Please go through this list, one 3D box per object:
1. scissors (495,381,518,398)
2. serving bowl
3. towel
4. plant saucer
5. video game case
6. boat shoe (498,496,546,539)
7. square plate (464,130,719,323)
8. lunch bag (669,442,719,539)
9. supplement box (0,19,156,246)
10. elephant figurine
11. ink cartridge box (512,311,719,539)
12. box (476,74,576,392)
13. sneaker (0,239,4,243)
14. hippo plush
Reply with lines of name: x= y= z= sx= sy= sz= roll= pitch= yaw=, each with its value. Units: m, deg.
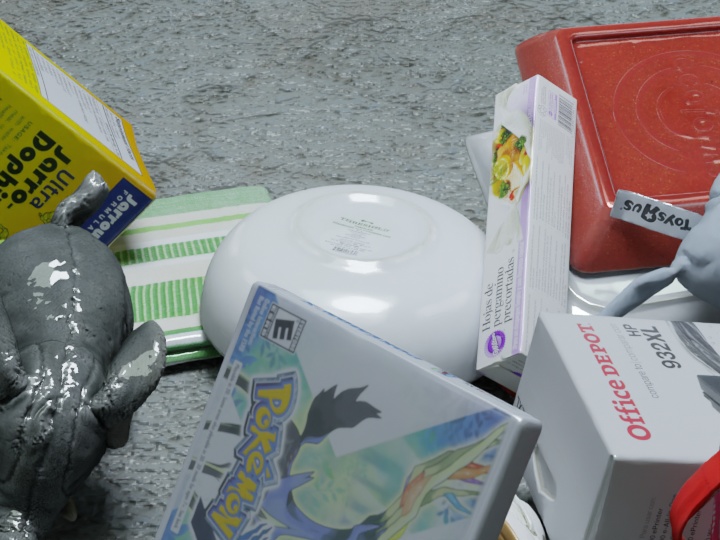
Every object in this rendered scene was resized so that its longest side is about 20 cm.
scissors: x=0.084 y=0.029 z=1.358 sx=0.073 sy=0.014 sz=0.200 roll=-18 pitch=36 yaw=-24
serving bowl: x=0.000 y=0.000 z=1.324 sx=0.200 sy=0.066 sz=0.200 roll=2 pitch=32 yaw=-1
towel: x=-0.110 y=0.002 z=1.408 sx=0.152 sy=0.023 sz=0.200 roll=-9 pitch=29 yaw=-15
plant saucer: x=0.215 y=-0.093 z=1.366 sx=0.200 sy=0.037 sz=0.200 roll=-5 pitch=52 yaw=-7
video game case: x=-0.021 y=0.128 z=1.025 sx=0.182 sy=0.200 sz=0.022 roll=26 pitch=7 yaw=39
boat shoe: x=0.069 y=0.145 z=1.104 sx=0.069 sy=0.071 sz=0.200 roll=16 pitch=28 yaw=-39
square plate: x=0.187 y=-0.034 z=1.358 sx=0.200 sy=0.028 sz=0.198 roll=-9 pitch=52 yaw=-10
lunch bag: x=0.233 y=0.122 z=1.007 sx=0.176 sy=0.200 sz=0.082 roll=-1 pitch=34 yaw=-1
supplement box: x=-0.245 y=-0.090 z=1.376 sx=0.110 sy=0.200 sz=0.109 roll=-44 pitch=30 yaw=10
elephant figurine: x=-0.167 y=0.066 z=1.166 sx=0.141 sy=0.155 sz=0.200 roll=-24 pitch=22 yaw=-3
ink cartridge box: x=0.196 y=0.096 z=1.134 sx=0.200 sy=0.084 sz=0.145 roll=4 pitch=29 yaw=-15
box: x=0.102 y=-0.025 z=1.303 sx=0.039 sy=0.041 sz=0.200 roll=-25 pitch=50 yaw=42
sneaker: x=-0.241 y=0.011 z=1.268 sx=0.200 sy=0.083 sz=0.072 roll=-14 pitch=65 yaw=-44
hippo plush: x=0.256 y=-0.043 z=1.222 sx=0.200 sy=0.161 sz=0.160 roll=11 pitch=72 yaw=-2
